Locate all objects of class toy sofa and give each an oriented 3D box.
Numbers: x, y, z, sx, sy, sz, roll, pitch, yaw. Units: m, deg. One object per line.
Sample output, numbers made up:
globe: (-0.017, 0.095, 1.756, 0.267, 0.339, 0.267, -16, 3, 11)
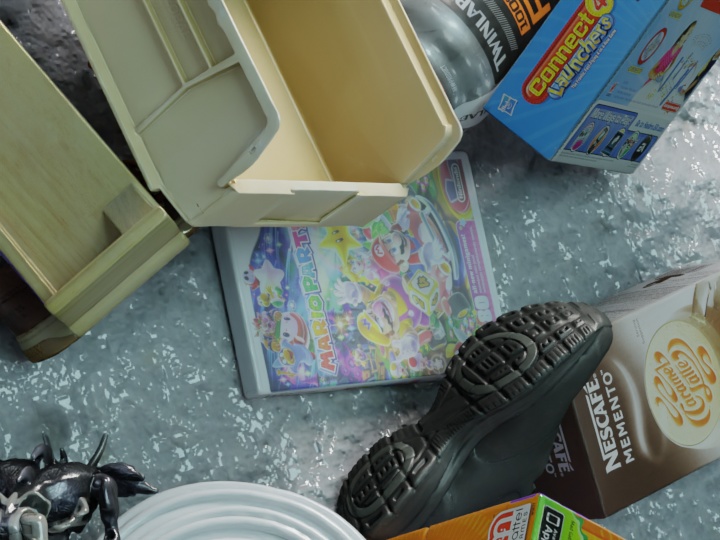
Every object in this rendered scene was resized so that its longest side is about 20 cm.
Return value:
toy sofa: (-0.186, -0.065, 1.527, 0.083, 0.098, 0.200, -40, 81, -3)

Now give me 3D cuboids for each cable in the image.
cable: (-0.071, 0.210, 1.506, 0.200, 0.069, 0.200, 26, 67, 12)

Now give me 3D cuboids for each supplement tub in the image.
supplement tub: (0.059, -0.168, 1.752, 0.123, 0.122, 0.200, 48, 59, -15)

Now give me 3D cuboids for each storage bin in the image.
storage bin: (-0.059, -0.129, 1.581, 0.200, 0.094, 0.199, -1, 62, -60)

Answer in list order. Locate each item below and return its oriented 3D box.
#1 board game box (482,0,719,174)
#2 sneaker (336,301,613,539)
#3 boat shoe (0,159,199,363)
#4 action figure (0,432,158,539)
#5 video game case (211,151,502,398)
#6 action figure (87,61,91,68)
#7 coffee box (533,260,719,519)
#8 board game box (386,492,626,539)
board game box: (0.181, -0.157, 1.760, 0.056, 0.196, 0.200, 39, 12, 16)
sneaker: (0.079, 0.101, 1.675, 0.091, 0.200, 0.076, 42, 8, -32)
boat shoe: (-0.136, -0.035, 1.596, 0.072, 0.072, 0.200, 50, 61, -9)
action figure: (-0.175, 0.151, 1.446, 0.200, 0.118, 0.102, -54, 150, -69)
video game case: (0.000, 0.000, 1.723, 0.200, 0.018, 0.144, -4, 78, -39)
action figure: (-0.189, -0.215, 1.627, 0.065, 0.099, 0.200, -46, 127, -41)
coffee box: (0.176, 0.075, 1.784, 0.200, 0.080, 0.115, -23, 99, -41)
board game box: (0.093, 0.271, 1.584, 0.200, 0.200, 0.200, 29, 59, -27)
